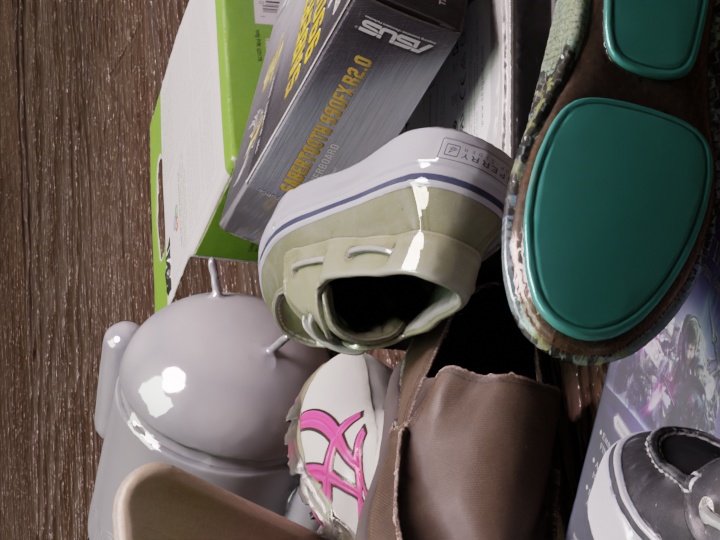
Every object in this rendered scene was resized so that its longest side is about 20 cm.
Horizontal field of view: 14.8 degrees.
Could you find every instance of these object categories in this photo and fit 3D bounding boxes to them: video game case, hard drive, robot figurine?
[{"bbox_3d":[0.109,0.072,0.941,0.143,0.019,0.201,-117,36,-61],"label":"video game case"},{"bbox_3d":[0.046,-0.054,1.172,0.200,0.038,0.140,139,134,-69],"label":"hard drive"},{"bbox_3d":[-0.075,0.095,1.419,0.169,0.113,0.200,33,126,28],"label":"robot figurine"}]

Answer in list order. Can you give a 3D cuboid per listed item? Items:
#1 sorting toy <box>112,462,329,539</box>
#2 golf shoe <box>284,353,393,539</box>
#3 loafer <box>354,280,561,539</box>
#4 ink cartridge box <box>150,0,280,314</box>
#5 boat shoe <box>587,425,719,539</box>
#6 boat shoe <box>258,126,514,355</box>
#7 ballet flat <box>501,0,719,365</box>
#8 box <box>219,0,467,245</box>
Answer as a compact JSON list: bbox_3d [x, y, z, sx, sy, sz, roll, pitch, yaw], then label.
[{"bbox_3d":[-0.022,0.191,1.126,0.036,0.185,0.201,-29,49,33],"label":"sorting toy"},{"bbox_3d":[0.025,0.095,1.170,0.092,0.072,0.200,-49,32,23],"label":"golf shoe"},{"bbox_3d":[0.040,0.069,1.057,0.200,0.073,0.071,-94,21,-56],"label":"loafer"},{"bbox_3d":[-0.060,-0.067,1.484,0.200,0.075,0.148,118,152,-57],"label":"ink cartridge box"},{"bbox_3d":[0.126,0.076,0.781,0.200,0.071,0.068,-132,49,-64],"label":"boat shoe"},{"bbox_3d":[0.000,0.000,1.096,0.062,0.072,0.200,-67,11,-22],"label":"boat shoe"},{"bbox_3d":[0.087,-0.045,0.932,0.074,0.074,0.200,123,166,-60],"label":"ballet flat"},{"bbox_3d":[0.005,-0.127,1.193,0.159,0.048,0.200,124,164,-47],"label":"box"}]
